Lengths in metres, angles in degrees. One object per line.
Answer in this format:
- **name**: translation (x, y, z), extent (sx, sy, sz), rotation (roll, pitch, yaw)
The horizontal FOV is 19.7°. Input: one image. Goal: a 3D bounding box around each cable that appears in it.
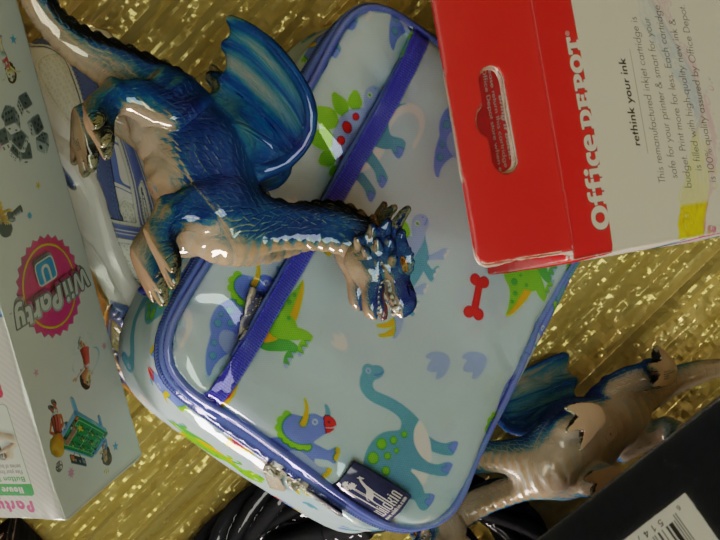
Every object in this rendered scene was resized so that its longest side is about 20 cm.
- **cable**: translation (0.000, 0.164, 1.002), extent (0.198, 0.051, 0.165), rotation (11, 109, -9)

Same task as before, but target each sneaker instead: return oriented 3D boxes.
- **sneaker**: translation (-0.097, -0.017, 0.911), extent (0.088, 0.075, 0.201), rotation (-47, 131, -25)

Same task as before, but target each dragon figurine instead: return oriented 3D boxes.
- **dragon figurine**: translation (-0.055, -0.055, 0.795), extent (0.099, 0.059, 0.201), rotation (-28, 82, -20)
- **dragon figurine**: translation (0.100, 0.073, 0.964), extent (0.199, 0.099, 0.059), rotation (-29, 103, -37)

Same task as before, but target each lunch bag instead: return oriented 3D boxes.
- **lunch bag**: translation (0.000, 0.000, 0.882), extent (0.160, 0.082, 0.201), rotation (36, 72, -17)

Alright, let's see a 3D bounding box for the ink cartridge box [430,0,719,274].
- **ink cartridge box**: translation (0.108, -0.066, 0.860), extent (0.198, 0.067, 0.117), rotation (-9, 88, -28)

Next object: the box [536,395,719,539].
- **box**: translation (0.158, 0.158, 0.930), extent (0.148, 0.200, 0.107), rotation (-39, 65, 9)

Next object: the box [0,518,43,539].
- **box**: translation (-0.179, 0.250, 1.018), extent (0.199, 0.048, 0.193), rotation (-37, 107, 9)

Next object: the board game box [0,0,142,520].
- **board game box**: translation (-0.187, -0.001, 0.839), extent (0.146, 0.064, 0.202), rotation (-3, 111, 29)
